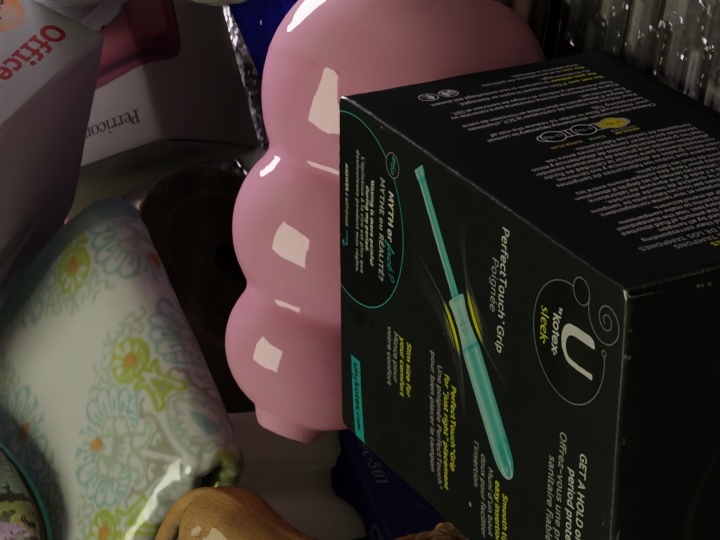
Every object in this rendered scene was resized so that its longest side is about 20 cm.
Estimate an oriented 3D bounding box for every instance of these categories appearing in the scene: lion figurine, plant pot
[{"bbox_3d":[-0.024,0.135,1.101,0.199,0.073,0.123,17,122,15],"label":"lion figurine"},{"bbox_3d":[-0.105,0.041,1.359,0.174,0.199,0.201,-46,58,40],"label":"plant pot"}]

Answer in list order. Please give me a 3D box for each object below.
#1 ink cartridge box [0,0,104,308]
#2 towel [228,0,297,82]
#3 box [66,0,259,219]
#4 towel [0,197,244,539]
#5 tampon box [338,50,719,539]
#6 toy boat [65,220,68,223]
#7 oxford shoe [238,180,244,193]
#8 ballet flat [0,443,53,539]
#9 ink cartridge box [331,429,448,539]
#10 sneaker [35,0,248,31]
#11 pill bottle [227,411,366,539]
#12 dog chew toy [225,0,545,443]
[{"bbox_3d":[-0.247,-0.069,1.241,0.199,0.145,0.145,28,131,9],"label":"ink cartridge box"},{"bbox_3d":[-0.015,-0.154,1.215,0.200,0.049,0.148,-50,55,59],"label":"towel"},{"bbox_3d":[-0.154,-0.141,1.381,0.127,0.109,0.201,-19,81,24],"label":"box"},{"bbox_3d":[-0.136,0.092,1.226,0.200,0.048,0.172,-53,47,28],"label":"towel"},{"bbox_3d":[0.093,0.024,0.976,0.200,0.126,0.151,39,135,52],"label":"tampon box"},{"bbox_3d":[-0.228,-0.032,1.608,0.200,0.130,0.131,47,146,48],"label":"toy boat"},{"bbox_3d":[0.000,0.000,1.229,0.200,0.071,0.072,34,135,54],"label":"oxford shoe"},{"bbox_3d":[-0.217,0.084,1.231,0.200,0.071,0.069,48,120,43],"label":"ballet flat"},{"bbox_3d":[-0.011,0.144,1.341,0.094,0.044,0.200,64,151,24],"label":"ink cartridge box"},{"bbox_3d":[-0.134,-0.157,1.251,0.199,0.087,0.075,-8,83,45],"label":"sneaker"},{"bbox_3d":[-0.052,0.168,1.238,0.116,0.116,0.201,167,100,-65],"label":"pill bottle"},{"bbox_3d":[0.002,-0.025,1.094,0.124,0.124,0.201,25,95,59],"label":"dog chew toy"}]
